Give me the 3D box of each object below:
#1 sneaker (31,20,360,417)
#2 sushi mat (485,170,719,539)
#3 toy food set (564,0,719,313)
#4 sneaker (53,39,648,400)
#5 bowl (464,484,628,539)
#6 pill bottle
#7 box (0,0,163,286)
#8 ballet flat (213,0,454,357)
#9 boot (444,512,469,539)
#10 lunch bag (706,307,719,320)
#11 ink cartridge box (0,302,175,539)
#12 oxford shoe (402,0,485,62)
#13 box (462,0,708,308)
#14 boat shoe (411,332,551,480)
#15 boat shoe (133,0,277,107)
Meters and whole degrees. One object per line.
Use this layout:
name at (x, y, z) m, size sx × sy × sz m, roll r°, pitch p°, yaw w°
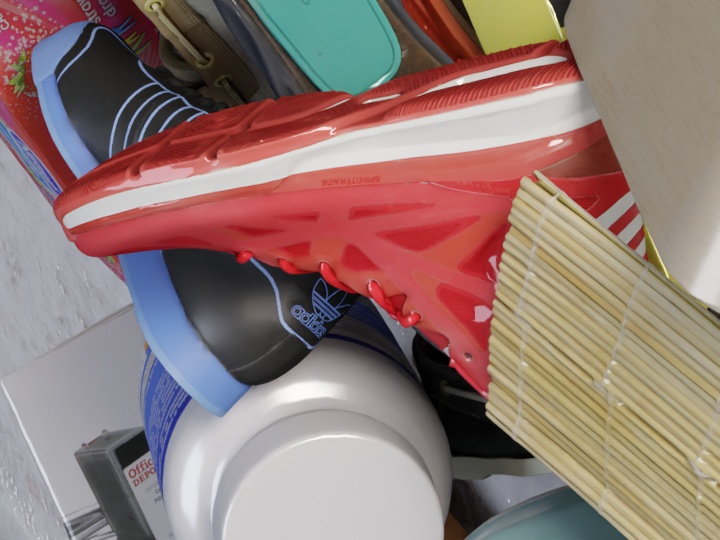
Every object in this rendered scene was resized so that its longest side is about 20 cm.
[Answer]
sneaker at (-0.060, -0.036, 1.037) m, size 0.070 × 0.078 × 0.200 m, roll 43°, pitch -165°, yaw -50°
sushi mat at (0.106, 0.059, 0.814) m, size 0.200 × 0.012 × 0.096 m, roll 42°, pitch 140°, yaw 37°
toy food set at (0.126, -0.091, 0.794) m, size 0.200 × 0.060 × 0.144 m, roll -104°, pitch 32°, yaw -56°
sneaker at (0.000, 0.000, 0.913) m, size 0.200 × 0.078 × 0.116 m, roll -11°, pitch 105°, yaw 22°
bowl at (0.098, 0.143, 0.980) m, size 0.201 × 0.200 × 0.105 m, roll 117°, pitch 148°, yaw -55°
pill bottle at (-0.025, 0.070, 1.075) m, size 0.200 × 0.112 × 0.112 m, roll -119°, pitch 17°, yaw -71°
box at (-0.116, -0.090, 1.197) m, size 0.095 × 0.100 × 0.200 m, roll 42°, pitch 169°, yaw 42°
ballet flat at (0.005, -0.057, 0.976) m, size 0.200 × 0.073 × 0.073 m, roll 58°, pitch 154°, yaw -10°
boot at (0.020, 0.114, 1.200) m, size 0.200 × 0.074 × 0.155 m, roll -31°, pitch 76°, yaw 59°
lunch bag at (0.190, 0.078, 0.820) m, size 0.200 × 0.117 × 0.164 m, roll 62°, pitch 148°, yaw 2°
ink cartridge box at (-0.080, 0.127, 1.309) m, size 0.200 × 0.083 × 0.147 m, roll 64°, pitch -175°, yaw 12°
oxford shoe at (0.054, -0.077, 1.015) m, size 0.200 × 0.072 × 0.071 m, roll 54°, pitch 147°, yaw 8°
box at (0.102, -0.042, 0.942) m, size 0.050 × 0.075 × 0.200 m, roll -31°, pitch 80°, yaw 60°
boat shoe at (0.076, 0.040, 1.045) m, size 0.200 × 0.072 × 0.068 m, roll -9°, pitch 99°, yaw 66°
boat shoe at (-0.050, -0.099, 1.108) m, size 0.200 × 0.066 × 0.074 m, roll 60°, pitch -164°, yaw -60°
